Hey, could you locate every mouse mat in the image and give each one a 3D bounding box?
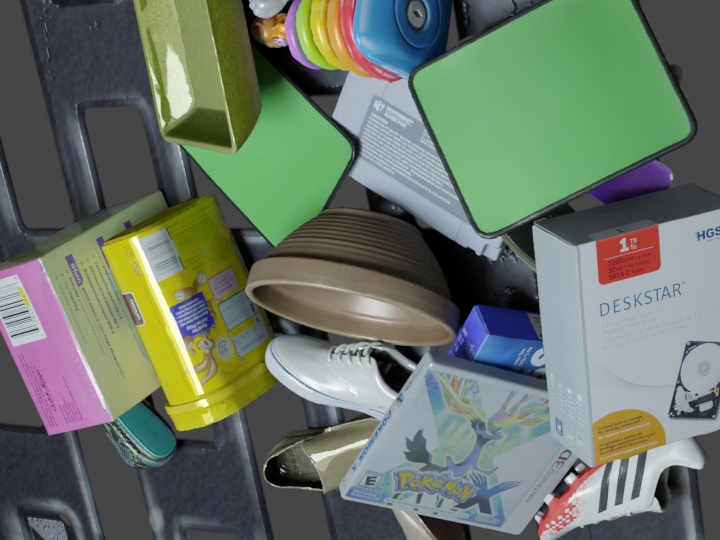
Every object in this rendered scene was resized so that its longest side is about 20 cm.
[{"bbox_3d":[-0.097,-0.124,1.530,0.200,0.008,0.161,47,129,21],"label":"mouse mat"},{"bbox_3d":[0.154,-0.136,1.294,0.200,0.008,0.161,-26,78,14],"label":"mouse mat"}]

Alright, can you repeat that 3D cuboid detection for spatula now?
[{"bbox_3d":[0.177,-0.116,1.381,0.200,0.021,0.057,36,103,17],"label":"spatula"}]

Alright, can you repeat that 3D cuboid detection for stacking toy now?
[{"bbox_3d":[-0.025,-0.218,1.402,0.200,0.116,0.110,1,78,41],"label":"stacking toy"}]

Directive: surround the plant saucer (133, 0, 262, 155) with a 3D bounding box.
[{"bbox_3d":[-0.151,-0.216,1.471,0.200,0.048,0.200,18,120,63],"label":"plant saucer"}]

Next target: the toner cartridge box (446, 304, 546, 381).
[{"bbox_3d":[0.113,0.124,1.484,0.043,0.095,0.200,-109,36,-47],"label":"toner cartridge box"}]

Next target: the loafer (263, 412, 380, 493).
[{"bbox_3d":[-0.018,0.192,1.613,0.200,0.067,0.076,-20,101,36],"label":"loafer"}]

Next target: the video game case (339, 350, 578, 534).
[{"bbox_3d":[0.107,0.165,1.470,0.200,0.022,0.182,16,125,-24],"label":"video game case"}]

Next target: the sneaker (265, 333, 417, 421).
[{"bbox_3d":[0.003,0.097,1.553,0.200,0.073,0.071,20,132,9],"label":"sneaker"}]

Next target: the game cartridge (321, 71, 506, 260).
[{"bbox_3d":[0.067,-0.112,1.443,0.200,0.042,0.133,33,121,15],"label":"game cartridge"}]

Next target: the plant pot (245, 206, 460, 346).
[{"bbox_3d":[0.000,0.000,1.471,0.201,0.201,0.093,5,76,29],"label":"plant pot"}]

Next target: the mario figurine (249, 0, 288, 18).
[{"bbox_3d":[-0.079,-0.293,1.356,0.123,0.106,0.200,44,167,-21],"label":"mario figurine"}]

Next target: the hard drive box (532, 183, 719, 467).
[{"bbox_3d":[0.236,0.044,1.332,0.077,0.156,0.200,-141,40,-63],"label":"hard drive box"}]

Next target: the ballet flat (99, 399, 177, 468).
[{"bbox_3d":[-0.284,0.141,1.755,0.074,0.074,0.200,-39,86,37],"label":"ballet flat"}]

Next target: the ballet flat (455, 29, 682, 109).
[{"bbox_3d":[0.179,-0.180,1.335,0.200,0.069,0.070,23,122,19],"label":"ballet flat"}]

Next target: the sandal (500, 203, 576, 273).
[{"bbox_3d":[0.192,0.001,1.405,0.201,0.080,0.057,51,168,-6],"label":"sandal"}]

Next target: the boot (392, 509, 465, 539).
[{"bbox_3d":[0.059,0.318,1.611,0.200,0.070,0.146,44,115,-5],"label":"boot"}]

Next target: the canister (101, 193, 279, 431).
[{"bbox_3d":[-0.163,0.038,1.583,0.086,0.149,0.200,-16,101,36],"label":"canister"}]

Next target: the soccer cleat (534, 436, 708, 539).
[{"bbox_3d":[0.238,0.204,1.466,0.085,0.069,0.200,45,122,11],"label":"soccer cleat"}]

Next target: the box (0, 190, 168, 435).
[{"bbox_3d":[-0.259,0.040,1.606,0.097,0.200,0.176,-14,104,36],"label":"box"}]
